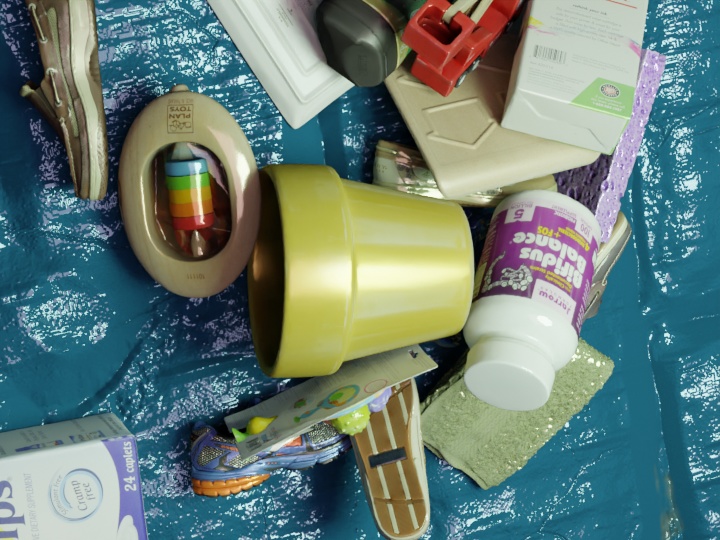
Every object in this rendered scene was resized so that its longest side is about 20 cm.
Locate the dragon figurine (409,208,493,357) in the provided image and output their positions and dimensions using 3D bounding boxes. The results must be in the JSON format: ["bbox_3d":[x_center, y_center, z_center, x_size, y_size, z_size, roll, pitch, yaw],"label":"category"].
[{"bbox_3d":[0.071,0.024,1.643,0.200,0.059,0.100,-42,110,-8],"label":"dragon figurine"}]

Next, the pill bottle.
[{"bbox_3d":[0.161,0.030,1.547,0.112,0.112,0.200,34,53,-23],"label":"pill bottle"}]

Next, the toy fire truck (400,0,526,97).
[{"bbox_3d":[0.103,-0.240,1.529,0.049,0.141,0.200,37,60,8],"label":"toy fire truck"}]

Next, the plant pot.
[{"bbox_3d":[0.000,0.000,1.522,0.188,0.201,0.202,0,99,-14],"label":"plant pot"}]

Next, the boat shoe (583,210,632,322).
[{"bbox_3d":[0.222,0.026,1.701,0.065,0.072,0.200,38,87,-28],"label":"boat shoe"}]

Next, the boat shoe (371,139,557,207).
[{"bbox_3d":[0.109,-0.099,1.631,0.199,0.073,0.063,-2,102,-21],"label":"boat shoe"}]

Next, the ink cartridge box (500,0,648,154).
[{"bbox_3d":[0.215,-0.223,1.588,0.117,0.067,0.201,15,59,-1],"label":"ink cartridge box"}]

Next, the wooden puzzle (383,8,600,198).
[{"bbox_3d":[0.120,-0.170,1.603,0.185,0.046,0.201,-15,66,-20],"label":"wooden puzzle"}]

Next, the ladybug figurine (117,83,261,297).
[{"bbox_3d":[-0.157,-0.076,1.516,0.135,0.072,0.201,0,103,6],"label":"ladybug figurine"}]

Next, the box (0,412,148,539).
[{"bbox_3d":[-0.305,0.246,1.504,0.199,0.105,0.185,-10,102,-20],"label":"box"}]

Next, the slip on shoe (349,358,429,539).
[{"bbox_3d":[0.029,0.170,1.587,0.076,0.061,0.201,-13,74,-1],"label":"slip on shoe"}]

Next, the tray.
[{"bbox_3d":[-0.075,-0.247,1.561,0.107,0.022,0.200,-38,110,-13],"label":"tray"}]

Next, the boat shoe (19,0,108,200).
[{"bbox_3d":[-0.274,-0.164,1.475,0.075,0.075,0.203,-5,95,-7],"label":"boat shoe"}]

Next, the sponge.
[{"bbox_3d":[0.246,-0.131,1.659,0.030,0.112,0.201,17,92,-25],"label":"sponge"}]

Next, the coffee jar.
[{"bbox_3d":[0.042,-0.272,1.545,0.085,0.104,0.200,36,72,16],"label":"coffee jar"}]

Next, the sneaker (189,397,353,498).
[{"bbox_3d":[-0.079,0.160,1.599,0.199,0.075,0.079,-19,102,-20],"label":"sneaker"}]

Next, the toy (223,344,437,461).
[{"bbox_3d":[-0.025,0.132,1.531,0.199,0.115,0.047,-22,108,-7],"label":"toy"}]

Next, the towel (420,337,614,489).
[{"bbox_3d":[0.154,0.132,1.671,0.148,0.037,0.200,35,110,-25],"label":"towel"}]
